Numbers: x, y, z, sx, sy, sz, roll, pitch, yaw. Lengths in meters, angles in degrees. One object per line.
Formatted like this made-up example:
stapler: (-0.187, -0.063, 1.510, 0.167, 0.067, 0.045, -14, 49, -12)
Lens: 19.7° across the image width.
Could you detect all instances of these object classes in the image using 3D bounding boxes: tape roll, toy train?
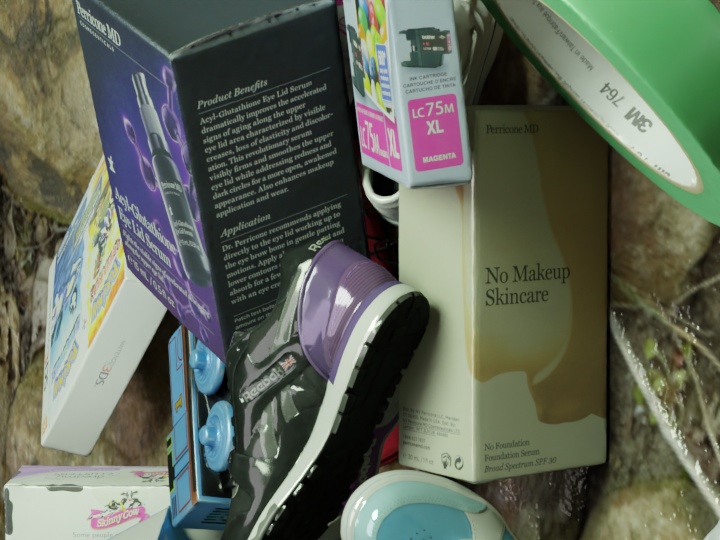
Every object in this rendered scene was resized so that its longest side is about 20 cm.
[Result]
tape roll: (0.127, -0.106, 0.994, 0.048, 0.200, 0.200, -45, 44, -2)
toy train: (-0.086, 0.076, 1.398, 0.114, 0.086, 0.202, -45, 45, 53)

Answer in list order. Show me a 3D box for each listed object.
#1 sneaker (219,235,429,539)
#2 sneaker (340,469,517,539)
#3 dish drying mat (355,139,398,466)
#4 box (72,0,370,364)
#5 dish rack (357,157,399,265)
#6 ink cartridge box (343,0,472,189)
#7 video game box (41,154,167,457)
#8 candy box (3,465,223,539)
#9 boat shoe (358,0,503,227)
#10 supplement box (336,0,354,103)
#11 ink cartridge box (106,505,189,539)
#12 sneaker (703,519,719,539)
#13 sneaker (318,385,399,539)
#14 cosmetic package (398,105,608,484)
sneaker: (-0.040, 0.077, 1.145, 0.087, 0.076, 0.201, 34, 106, 25)
sneaker: (0.086, 0.180, 1.080, 0.080, 0.200, 0.130, -55, 24, -7)
dish drying mat: (0.003, 0.022, 1.339, 0.077, 0.018, 0.202, -34, 66, 51)
box: (-0.078, -0.074, 1.188, 0.148, 0.104, 0.202, 37, 143, 52)
dish rack: (0.000, 0.000, 1.283, 0.199, 0.054, 0.155, -27, 70, 41)
ink cartridge box: (0.016, -0.148, 1.044, 0.119, 0.042, 0.202, -143, 47, -76)
video game box: (-0.189, 0.007, 1.550, 0.183, 0.046, 0.201, -98, 29, -42)
candy box: (-0.165, 0.242, 1.472, 0.072, 0.166, 0.202, -79, -10, -84)
boat shoe: (0.040, -0.126, 1.185, 0.073, 0.065, 0.202, 3, 81, 18)
supplement box: (-0.059, -0.146, 1.327, 0.200, 0.100, 0.104, -57, 35, 41)
ink cartridge box: (-0.138, 0.287, 1.375, 0.201, 0.128, 0.125, 61, -174, -8)
sneaker: (0.210, 0.196, 0.998, 0.114, 0.075, 0.202, 47, 136, 43)
sneaker: (-0.030, 0.111, 1.244, 0.099, 0.074, 0.202, 30, 107, 43)
cosmetic package: (0.080, 0.009, 1.148, 0.071, 0.104, 0.202, 7, 100, 53)
